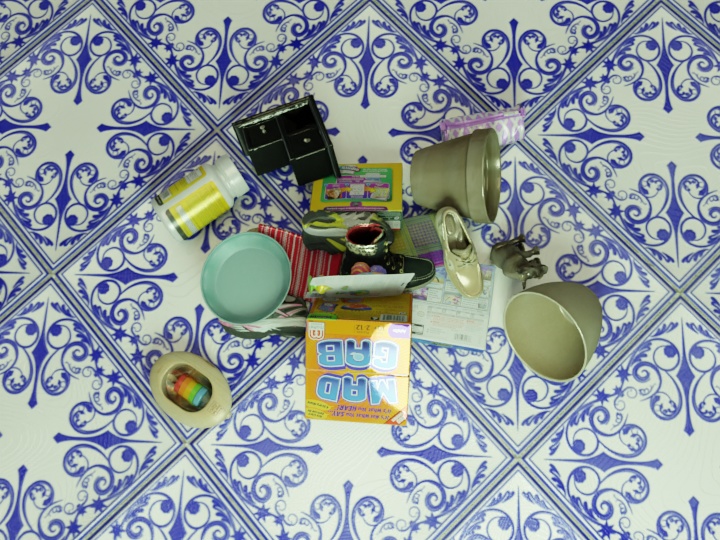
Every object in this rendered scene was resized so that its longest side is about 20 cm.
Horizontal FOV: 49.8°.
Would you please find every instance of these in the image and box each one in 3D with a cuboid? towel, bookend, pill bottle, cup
[{"bbox_3d":[-0.139,-0.007,1.671,0.197,0.023,0.147,17,113,7],"label":"towel"},{"bbox_3d":[-0.165,-0.267,1.708,0.197,0.093,0.200,-19,47,-1],"label":"bookend"},{"bbox_3d":[0.117,-0.056,1.673,0.196,0.023,0.145,-14,57,-10],"label":"towel"},{"bbox_3d":[-0.353,-0.163,1.721,0.199,0.114,0.115,-35,76,-6],"label":"pill bottle"},{"bbox_3d":[0.411,0.103,1.578,0.142,0.201,0.201,-31,73,-33],"label":"cup"}]

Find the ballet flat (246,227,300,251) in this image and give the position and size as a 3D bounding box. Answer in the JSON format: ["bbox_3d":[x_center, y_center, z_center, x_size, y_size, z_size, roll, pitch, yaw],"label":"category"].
[{"bbox_3d":[-0.168,-0.060,1.706,0.196,0.067,0.069,15,72,8],"label":"ballet flat"}]

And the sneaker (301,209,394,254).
[{"bbox_3d":[-0.029,-0.073,1.604,0.196,0.085,0.075,9,49,-8],"label":"sneaker"}]

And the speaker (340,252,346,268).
[{"bbox_3d":[0.000,0.000,1.673,0.080,0.081,0.202,-28,75,-4],"label":"speaker"}]

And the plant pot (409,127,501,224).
[{"bbox_3d":[0.202,-0.201,1.671,0.170,0.200,0.204,1,74,20],"label":"plant pot"}]

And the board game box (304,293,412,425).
[{"bbox_3d":[0.001,0.164,1.531,0.196,0.200,0.204,3,105,4],"label":"board game box"}]

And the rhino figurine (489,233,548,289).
[{"bbox_3d":[0.330,-0.015,1.608,0.086,0.200,0.061,-23,114,-3],"label":"rhino figurine"}]

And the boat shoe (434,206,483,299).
[{"bbox_3d":[0.207,-0.033,1.603,0.071,0.065,0.203,-19,97,-2],"label":"boat shoe"}]

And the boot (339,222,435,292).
[{"bbox_3d":[0.058,-0.026,1.546,0.199,0.155,0.075,-1,57,-2],"label":"boot"}]

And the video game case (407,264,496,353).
[{"bbox_3d":[0.180,0.069,1.660,0.196,0.046,0.185,9,75,6],"label":"video game case"}]

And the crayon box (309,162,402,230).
[{"bbox_3d":[-0.006,-0.162,1.688,0.196,0.059,0.174,0,42,3],"label":"crayon box"}]

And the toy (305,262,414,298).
[{"bbox_3d":[-0.006,0.015,1.499,0.196,0.115,0.048,-5,70,-14],"label":"toy"}]

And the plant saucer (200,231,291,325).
[{"bbox_3d":[-0.237,0.020,1.633,0.196,0.036,0.204,-3,72,8],"label":"plant saucer"}]

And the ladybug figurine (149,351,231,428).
[{"bbox_3d":[-0.350,0.253,1.630,0.199,0.072,0.137,35,79,12],"label":"ladybug figurine"}]

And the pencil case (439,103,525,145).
[{"bbox_3d":[0.275,-0.316,1.738,0.196,0.086,0.085,-13,72,1],"label":"pencil case"}]

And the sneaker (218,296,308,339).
[{"bbox_3d":[-0.205,0.095,1.672,0.196,0.081,0.088,2,63,-4],"label":"sneaker"}]
